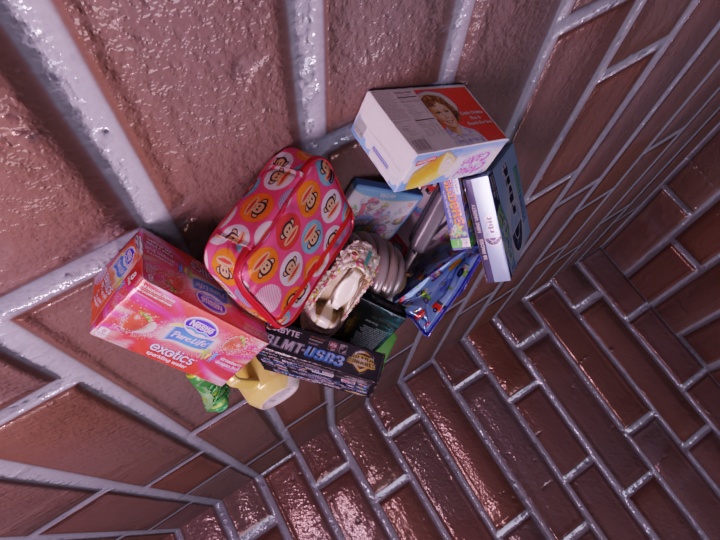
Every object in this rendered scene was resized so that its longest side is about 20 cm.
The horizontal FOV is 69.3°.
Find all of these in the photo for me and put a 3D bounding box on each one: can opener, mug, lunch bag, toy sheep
[{"bbox_3d":[0.097,-0.060,0.931,0.202,0.065,0.053,-58,-164,21],"label":"can opener"},{"bbox_3d":[-0.203,0.183,0.997,0.184,0.155,0.150,-17,154,-40],"label":"mug"},{"bbox_3d":[-0.092,-0.033,0.673,0.202,0.081,0.177,-57,149,-20],"label":"lunch bag"},{"bbox_3d":[0.000,0.000,0.874,0.197,0.140,0.138,15,131,-37],"label":"toy sheep"},{"bbox_3d":[0.154,0.000,0.976,0.201,0.094,0.151,-49,-175,12],"label":"lunch bag"}]

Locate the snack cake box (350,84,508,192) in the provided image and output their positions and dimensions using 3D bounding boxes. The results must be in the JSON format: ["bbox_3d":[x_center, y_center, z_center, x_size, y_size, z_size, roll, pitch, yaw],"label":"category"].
[{"bbox_3d":[0.098,-0.187,0.716,0.197,0.116,0.068,-18,155,-38],"label":"snack cake box"}]

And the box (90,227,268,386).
[{"bbox_3d":[-0.223,0.053,0.659,0.099,0.096,0.199,-39,134,13],"label":"box"}]

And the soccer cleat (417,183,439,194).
[{"bbox_3d":[0.095,-0.174,0.824,0.086,0.069,0.199,-52,159,19],"label":"soccer cleat"}]

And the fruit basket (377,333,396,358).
[{"bbox_3d":[-0.039,0.140,1.047,0.212,0.221,0.154,-21,-162,-33],"label":"fruit basket"}]

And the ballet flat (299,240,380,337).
[{"bbox_3d":[-0.039,0.042,0.746,0.202,0.074,0.064,-58,-171,32],"label":"ballet flat"}]

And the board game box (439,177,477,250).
[{"bbox_3d":[0.184,-0.135,0.872,0.034,0.139,0.200,-5,-159,30],"label":"board game box"}]

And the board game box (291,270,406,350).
[{"bbox_3d":[-0.042,0.074,0.833,0.197,0.029,0.136,27,122,-26],"label":"board game box"}]

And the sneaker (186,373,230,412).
[{"bbox_3d":[-0.299,0.239,1.069,0.073,0.084,0.201,-28,158,-15],"label":"sneaker"}]

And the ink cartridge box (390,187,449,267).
[{"bbox_3d":[0.139,-0.096,1.032,0.199,0.087,0.147,-40,159,18],"label":"ink cartridge box"}]

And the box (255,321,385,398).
[{"bbox_3d":[-0.066,0.142,0.812,0.199,0.195,0.051,96,11,-71],"label":"box"}]

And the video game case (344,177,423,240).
[{"bbox_3d":[0.003,-0.073,0.907,0.140,0.018,0.201,3,140,-35],"label":"video game case"}]

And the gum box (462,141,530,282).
[{"bbox_3d":[0.235,-0.104,0.874,0.044,0.174,0.200,-6,-157,31],"label":"gum box"}]
